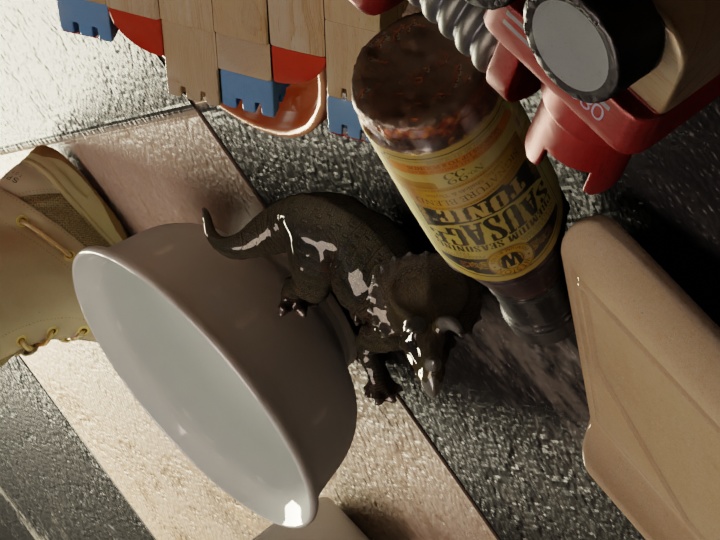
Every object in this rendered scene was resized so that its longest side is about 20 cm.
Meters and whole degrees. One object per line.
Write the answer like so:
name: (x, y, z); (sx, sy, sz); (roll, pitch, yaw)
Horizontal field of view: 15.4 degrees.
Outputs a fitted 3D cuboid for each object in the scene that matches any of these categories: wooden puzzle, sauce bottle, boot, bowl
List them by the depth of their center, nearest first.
sauce bottle: (0.056, -0.033, 1.155); (0.066, 0.066, 0.200); (34, 169, 36)
wooden puzzle: (0.159, 0.085, 1.178); (0.185, 0.037, 0.200); (49, 163, 30)
bowl: (-0.066, 0.043, 1.523); (0.201, 0.090, 0.201); (41, 157, 21)
boot: (-0.196, 0.041, 1.694); (0.200, 0.155, 0.073); (53, 159, -7)

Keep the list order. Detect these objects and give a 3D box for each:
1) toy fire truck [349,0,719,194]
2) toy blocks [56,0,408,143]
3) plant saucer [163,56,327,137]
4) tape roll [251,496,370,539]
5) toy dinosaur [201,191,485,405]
toy fire truck: (0.061, -0.103, 0.998); (0.176, 0.129, 0.200); (44, 149, 16)
toy blocks: (-0.055, -0.126, 1.159); (0.200, 0.100, 0.137); (15, 146, 11)
plant saucer: (-0.076, -0.153, 1.287); (0.200, 0.032, 0.200); (42, 158, 22)
tape roll: (-0.068, 0.237, 1.711); (0.071, 0.202, 0.202); (45, 159, 13)
toy dinosaur: (0.000, 0.000, 1.367); (0.200, 0.077, 0.102); (42, 147, 33)
